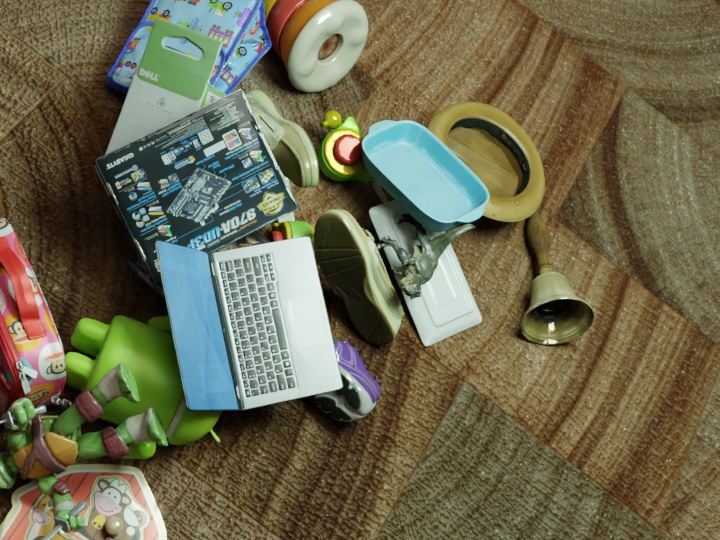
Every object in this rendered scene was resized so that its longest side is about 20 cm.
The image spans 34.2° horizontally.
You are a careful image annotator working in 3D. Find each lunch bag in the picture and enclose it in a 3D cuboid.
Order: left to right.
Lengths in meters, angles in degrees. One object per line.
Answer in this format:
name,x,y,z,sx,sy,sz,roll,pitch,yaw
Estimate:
lunch bag,-0.383,0.051,1.270,0.081,0.176,0.202,-18,71,-31
lunch bag,-0.233,-0.283,1.558,0.149,0.095,0.202,21,63,16

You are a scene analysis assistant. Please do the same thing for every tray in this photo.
tray,0.093,-0.008,1.591,0.106,0.022,0.203,-21,85,-30

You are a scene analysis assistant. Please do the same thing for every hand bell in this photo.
hand bell,0.263,-0.007,1.666,0.103,0.105,0.202,10,49,-19

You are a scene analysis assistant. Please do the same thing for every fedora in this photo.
fedora,0.169,-0.145,1.686,0.198,0.082,0.204,12,60,-22

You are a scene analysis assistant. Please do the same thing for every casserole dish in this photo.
casserole dish,0.082,-0.123,1.567,0.120,0.039,0.200,-27,64,-37

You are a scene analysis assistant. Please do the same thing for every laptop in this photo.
laptop,-0.121,0.053,1.317,0.197,0.116,0.190,-10,79,-16

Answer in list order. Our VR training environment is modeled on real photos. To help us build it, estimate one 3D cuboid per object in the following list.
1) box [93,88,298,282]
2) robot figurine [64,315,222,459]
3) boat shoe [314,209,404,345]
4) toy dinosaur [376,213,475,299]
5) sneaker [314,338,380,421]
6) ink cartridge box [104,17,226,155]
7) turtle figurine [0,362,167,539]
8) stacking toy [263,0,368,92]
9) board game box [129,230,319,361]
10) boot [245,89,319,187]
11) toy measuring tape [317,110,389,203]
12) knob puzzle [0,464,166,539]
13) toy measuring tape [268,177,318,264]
box,-0.195,-0.101,1.395,0.198,0.046,0.161,-28,98,-12
robot figurine,-0.241,0.126,1.332,0.197,0.116,0.178,22,63,-13
boat shoe,0.002,0.000,1.498,0.202,0.072,0.063,62,38,-26
toy dinosaur,0.075,-0.030,1.546,0.088,0.048,0.200,37,43,4
sneaker,-0.055,0.104,1.469,0.200,0.081,0.083,48,30,7
ink cartridge box,-0.237,-0.198,1.458,0.103,0.059,0.203,22,94,19
turtle figurine,-0.303,0.194,1.198,0.192,0.200,0.145,-28,85,-2
stacking toy,-0.098,-0.365,1.678,0.145,0.147,0.200,-28,59,-33
board game box,-0.165,0.008,1.428,0.199,0.035,0.136,37,70,17
boot,-0.156,-0.156,1.521,0.153,0.073,0.200,-19,46,-27
toy measuring tape,-0.009,-0.124,1.610,0.073,0.073,0.202,-25,89,-33
knob puzzle,-0.294,0.294,1.270,0.216,0.030,0.223,11,59,-19
toy measuring tape,-0.088,-0.063,1.522,0.072,0.074,0.203,5,62,-22
